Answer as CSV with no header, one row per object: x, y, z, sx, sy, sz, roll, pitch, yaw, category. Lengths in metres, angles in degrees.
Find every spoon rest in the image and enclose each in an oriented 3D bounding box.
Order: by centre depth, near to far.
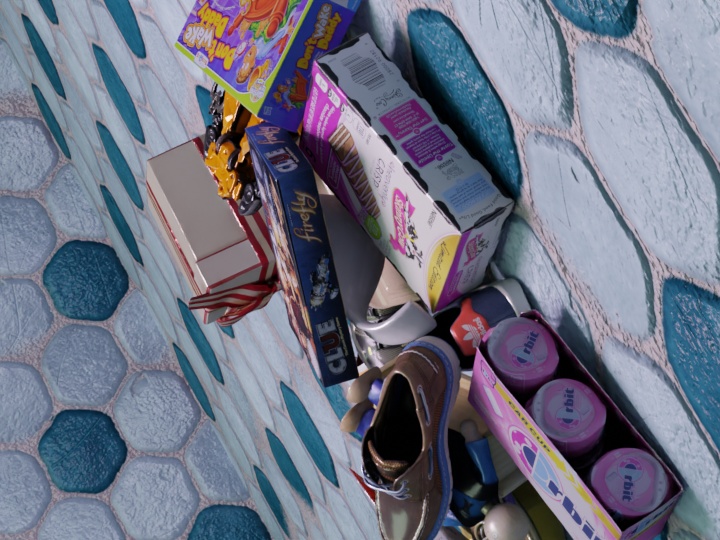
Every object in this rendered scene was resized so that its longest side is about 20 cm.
0.000,0.000,1.591,0.099,0.061,0.200,41,-170,-38,spoon rest

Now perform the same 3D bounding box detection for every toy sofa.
0.094,0.148,1.668,0.200,0.083,0.098,19,134,52,toy sofa

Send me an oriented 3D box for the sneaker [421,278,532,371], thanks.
0.088,0.056,1.590,0.075,0.084,0.200,61,166,6,sneaker

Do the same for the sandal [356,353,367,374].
0.009,0.086,1.981,0.207,0.059,0.079,63,166,-2,sandal

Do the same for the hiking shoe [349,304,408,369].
0.018,0.033,1.817,0.201,0.075,0.101,59,169,19,hiking shoe

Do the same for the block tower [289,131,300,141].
-0.053,-0.130,1.774,0.054,0.058,0.201,-13,-108,-59,block tower

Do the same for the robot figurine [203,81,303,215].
-0.090,-0.151,1.704,0.145,0.058,0.201,55,133,43,robot figurine

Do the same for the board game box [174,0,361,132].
-0.085,-0.222,1.611,0.045,0.135,0.200,20,-168,-34,board game box

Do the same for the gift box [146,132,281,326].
-0.135,-0.051,1.993,0.187,0.184,0.200,62,172,10,gift box

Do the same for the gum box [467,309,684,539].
0.166,0.134,1.460,0.200,0.066,0.114,52,164,20,gum box

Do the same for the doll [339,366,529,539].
0.070,0.174,1.588,0.200,0.048,0.137,37,138,25,doll

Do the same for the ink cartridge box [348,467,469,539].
0.087,0.271,1.744,0.174,0.044,0.200,53,-175,37,ink cartridge box

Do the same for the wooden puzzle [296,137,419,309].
0.028,-0.061,1.650,0.200,0.037,0.186,-18,100,61,wooden puzzle

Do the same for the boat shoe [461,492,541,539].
0.108,0.228,1.683,0.201,0.063,0.073,48,160,46,boat shoe

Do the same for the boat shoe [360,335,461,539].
0.033,0.155,1.527,0.072,0.072,0.201,17,115,31,boat shoe

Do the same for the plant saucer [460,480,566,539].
0.150,0.244,1.792,0.200,0.048,0.201,45,157,51,plant saucer

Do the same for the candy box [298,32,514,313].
0.033,-0.080,1.512,0.200,0.061,0.137,50,155,19,candy box

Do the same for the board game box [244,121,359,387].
-0.052,-0.016,1.571,0.136,0.034,0.201,-124,19,-63,board game box
